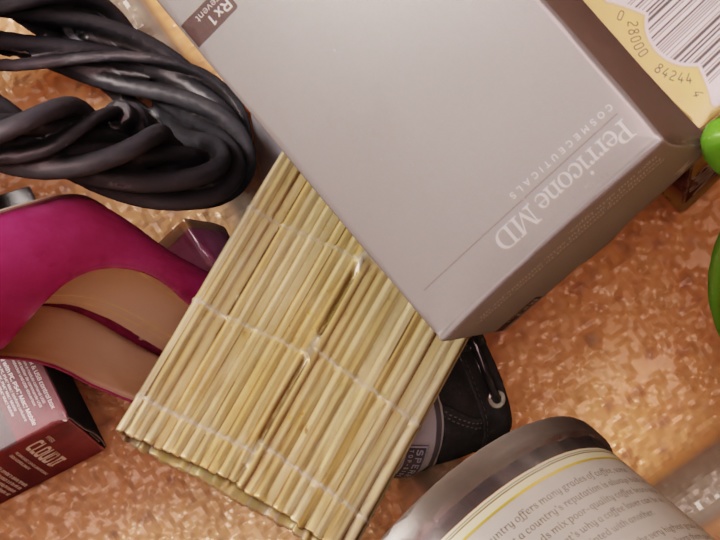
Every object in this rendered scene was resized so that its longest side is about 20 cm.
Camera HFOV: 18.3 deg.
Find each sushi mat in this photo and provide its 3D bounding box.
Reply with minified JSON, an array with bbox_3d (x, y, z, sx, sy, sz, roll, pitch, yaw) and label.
[{"bbox_3d":[0.000,0.000,0.819,0.096,0.012,0.200,31,68,-2],"label":"sushi mat"}]

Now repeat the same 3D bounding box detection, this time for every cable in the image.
[{"bbox_3d":[-0.115,-0.071,0.830,0.163,0.200,0.051,38,110,50],"label":"cable"}]

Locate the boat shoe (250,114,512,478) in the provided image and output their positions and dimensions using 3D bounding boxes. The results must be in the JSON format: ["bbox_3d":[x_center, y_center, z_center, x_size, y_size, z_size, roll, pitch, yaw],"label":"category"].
[{"bbox_3d":[0.005,-0.017,0.871,0.057,0.069,0.200,-9,74,-25],"label":"boat shoe"}]

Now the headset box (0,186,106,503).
[{"bbox_3d":[-0.205,0.036,0.862,0.200,0.077,0.149,-27,76,-1],"label":"headset box"}]

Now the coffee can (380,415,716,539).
[{"bbox_3d":[0.099,0.166,0.745,0.146,0.146,0.200,-46,60,-7],"label":"coffee can"}]

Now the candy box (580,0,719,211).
[{"bbox_3d":[0.075,-0.122,0.859,0.056,0.117,0.200,-44,78,-6],"label":"candy box"}]

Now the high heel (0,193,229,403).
[{"bbox_3d":[-0.083,0.027,0.801,0.067,0.200,0.096,-43,69,30],"label":"high heel"}]

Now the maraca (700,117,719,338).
[{"bbox_3d":[0.189,-0.004,0.788,0.137,0.200,0.107,-7,49,15],"label":"maraca"}]

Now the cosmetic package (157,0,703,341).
[{"bbox_3d":[0.014,-0.082,0.775,0.107,0.090,0.200,-45,75,15],"label":"cosmetic package"}]
